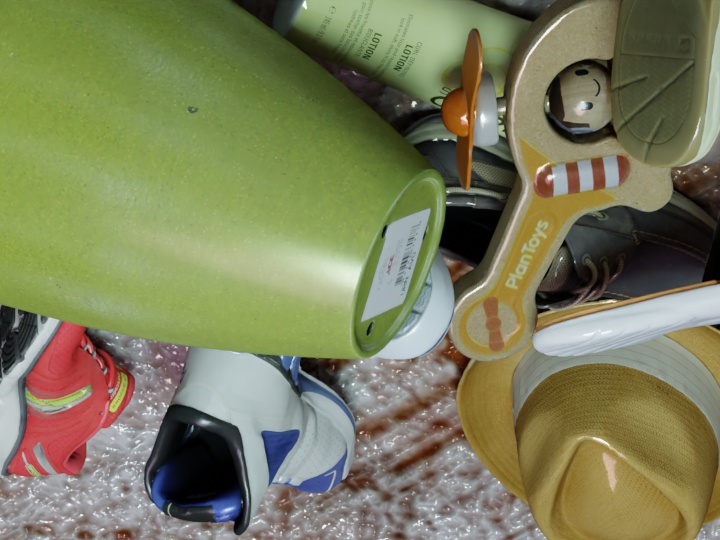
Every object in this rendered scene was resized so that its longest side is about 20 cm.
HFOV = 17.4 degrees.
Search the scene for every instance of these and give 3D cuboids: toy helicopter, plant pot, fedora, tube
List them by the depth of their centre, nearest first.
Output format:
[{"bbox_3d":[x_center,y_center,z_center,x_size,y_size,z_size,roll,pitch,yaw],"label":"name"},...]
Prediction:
[{"bbox_3d":[-0.067,-0.040,1.096,0.199,0.187,0.188,22,139,19],"label":"plant pot"},{"bbox_3d":[0.085,-0.045,1.127,0.131,0.079,0.201,15,116,-20],"label":"toy helicopter"},{"bbox_3d":[0.056,-0.103,1.155,0.199,0.052,0.058,20,166,-18],"label":"tube"},{"bbox_3d":[0.144,0.106,1.323,0.199,0.082,0.202,5,135,5],"label":"fedora"}]

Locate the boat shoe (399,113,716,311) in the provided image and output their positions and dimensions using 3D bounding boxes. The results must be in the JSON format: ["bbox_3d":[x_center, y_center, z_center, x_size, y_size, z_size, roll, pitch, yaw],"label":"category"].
[{"bbox_3d":[0.103,-0.011,1.219,0.198,0.074,0.075,18,136,-8],"label":"boat shoe"}]

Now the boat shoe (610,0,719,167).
[{"bbox_3d":[0.158,-0.145,1.037,0.071,0.203,0.066,14,-171,42],"label":"boat shoe"}]

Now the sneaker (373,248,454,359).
[{"bbox_3d":[0.000,0.000,1.196,0.071,0.200,0.073,36,90,-34],"label":"sneaker"}]

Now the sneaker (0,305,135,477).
[{"bbox_3d":[-0.169,0.053,1.348,0.084,0.078,0.200,8,144,-14],"label":"sneaker"}]

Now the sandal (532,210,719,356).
[{"bbox_3d":[0.180,-0.006,1.153,0.205,0.060,0.079,-11,172,-11],"label":"sandal"}]

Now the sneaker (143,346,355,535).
[{"bbox_3d":[-0.070,0.095,1.295,0.080,0.116,0.200,18,159,19],"label":"sneaker"}]
